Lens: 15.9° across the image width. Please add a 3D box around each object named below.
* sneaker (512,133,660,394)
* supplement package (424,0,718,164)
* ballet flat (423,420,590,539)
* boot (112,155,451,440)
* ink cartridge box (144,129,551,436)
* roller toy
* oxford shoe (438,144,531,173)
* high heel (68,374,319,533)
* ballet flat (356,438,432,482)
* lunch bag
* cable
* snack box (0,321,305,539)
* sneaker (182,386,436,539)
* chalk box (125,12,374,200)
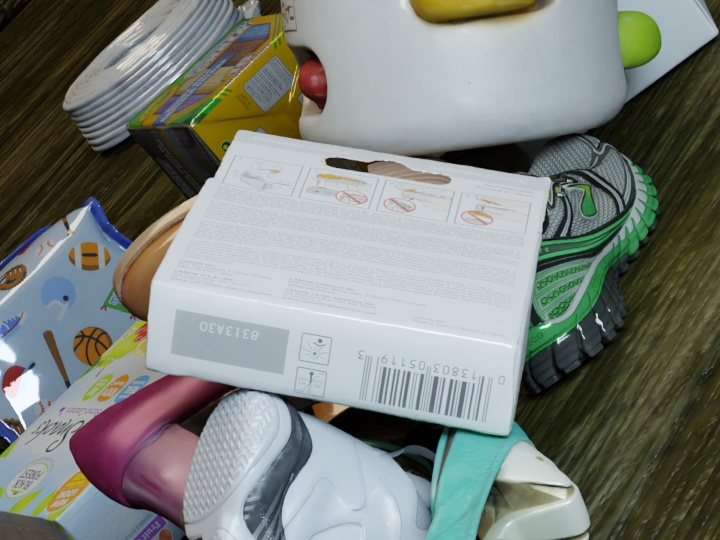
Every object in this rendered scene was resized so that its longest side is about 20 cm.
[{"bbox_3d":[0.096,-0.025,1.298,0.078,0.085,0.200,-33,16,23],"label":"sneaker"},{"bbox_3d":[0.097,-0.141,1.551,0.200,0.120,0.121,-37,14,13],"label":"supplement package"},{"bbox_3d":[0.058,0.117,1.061,0.070,0.067,0.200,-6,29,21],"label":"ballet flat"},{"bbox_3d":[-0.029,0.027,1.316,0.200,0.074,0.155,-18,50,9],"label":"boot"},{"bbox_3d":[0.000,0.000,1.167,0.200,0.161,0.050,-70,-11,-68],"label":"ink cartridge box"},{"bbox_3d":[0.047,-0.139,1.393,0.182,0.140,0.200,-4,7,33],"label":"roller toy"},{"bbox_3d":[0.048,0.001,1.412,0.075,0.071,0.200,9,49,40],"label":"oxford shoe"},{"bbox_3d":[-0.048,0.036,1.218,0.096,0.068,0.200,27,59,39],"label":"high heel"},{"bbox_3d":[-0.035,0.116,1.257,0.200,0.068,0.075,4,66,57],"label":"ballet flat"},{"bbox_3d":[-0.226,0.053,1.785,0.170,0.124,0.200,-45,2,-17],"label":"lunch bag"},{"bbox_3d":[-0.204,-0.203,2.527,0.200,0.069,0.200,-31,18,31],"label":"cable"},{"bbox_3d":[-0.134,0.105,1.511,0.169,0.068,0.200,-45,15,-19],"label":"snack box"},{"bbox_3d":[-0.025,0.158,1.108,0.075,0.115,0.200,-5,72,65],"label":"sneaker"},{"bbox_3d":[-0.071,-0.097,1.821,0.124,0.124,0.200,-44,17,-13],"label":"chalk box"}]
